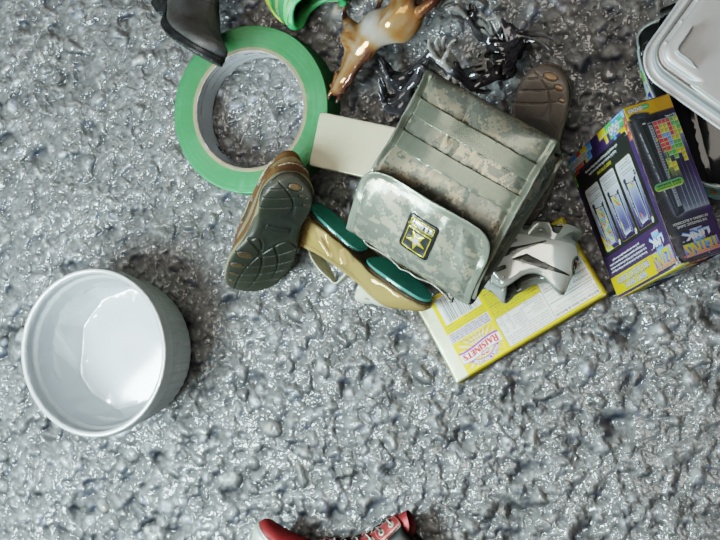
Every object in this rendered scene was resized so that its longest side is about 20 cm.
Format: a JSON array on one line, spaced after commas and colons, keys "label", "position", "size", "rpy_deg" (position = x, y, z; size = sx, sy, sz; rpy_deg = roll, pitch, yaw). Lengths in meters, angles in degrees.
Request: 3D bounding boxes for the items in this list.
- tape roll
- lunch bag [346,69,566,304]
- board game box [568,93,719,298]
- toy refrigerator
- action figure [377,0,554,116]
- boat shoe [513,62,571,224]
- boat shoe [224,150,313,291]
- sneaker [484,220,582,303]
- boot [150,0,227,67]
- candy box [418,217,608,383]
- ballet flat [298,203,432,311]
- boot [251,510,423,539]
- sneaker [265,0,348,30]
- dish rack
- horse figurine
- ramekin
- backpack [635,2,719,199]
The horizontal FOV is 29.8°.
[{"label": "tape roll", "position": [-0.125, -0.191, 1.630], "size": [0.199, 0.048, 0.202], "rpy_deg": [-1, 88, 19]}, {"label": "lunch bag", "position": [0.095, -0.082, 1.428], "size": [0.163, 0.118, 0.201], "rpy_deg": [31, 96, 14]}, {"label": "board game box", "position": [0.292, -0.071, 1.403], "size": [0.056, 0.200, 0.166], "rpy_deg": [-19, 83, -10]}, {"label": "toy refrigerator", "position": [0.049, -0.125, 1.554], "size": [0.199, 0.076, 0.070], "rpy_deg": [13, 93, 18]}, {"label": "action figure", "position": [0.110, -0.243, 1.515], "size": [0.199, 0.119, 0.102], "rpy_deg": [-21, 119, 25]}, {"label": "boat shoe", "position": [0.193, -0.136, 1.507], "size": [0.074, 0.073, 0.201], "rpy_deg": [23, 117, 10]}, {"label": "boat shoe", "position": [-0.104, -0.057, 1.584], "size": [0.074, 0.075, 0.200], "rpy_deg": [-94, 27, -43]}, {"label": "sneaker", "position": [0.140, -0.011, 1.494], "size": [0.199, 0.074, 0.089], "rpy_deg": [4, 78, 27]}, {"label": "boot", "position": [-0.179, -0.333, 1.600], "size": [0.132, 0.070, 0.200], "rpy_deg": [-51, 41, 13]}, {"label": "candy box", "position": [0.170, 0.035, 1.531], "size": [0.199, 0.026, 0.103], "rpy_deg": [-32, 77, 16]}, {"label": "ballet flat", "position": [0.000, 0.000, 1.578], "size": [0.200, 0.068, 0.063], "rpy_deg": [41, 113, 24]}, {"label": "boot", "position": [-0.017, 0.313, 1.569], "size": [0.199, 0.072, 0.145], "rpy_deg": [32, 98, 9]}, {"label": "sneaker", "position": [-0.023, -0.355, 1.587], "size": [0.200, 0.074, 0.084], "rpy_deg": [-38, 69, 23]}, {"label": "dish rack", "position": [0.391, -0.232, 1.312], "size": [0.171, 0.044, 0.200], "rpy_deg": [36, 86, 6]}, {"label": "horse figurine", "position": [0.032, -0.289, 1.541], "size": [0.199, 0.050, 0.133], "rpy_deg": [-24, 44, 40]}, {"label": "ramekin", "position": [-0.302, 0.099, 1.653], "size": [0.199, 0.105, 0.202], "rpy_deg": [-1, 87, 19]}, {"label": "backpack", "position": [0.387, -0.174, 1.396], "size": [0.176, 0.151, 0.201], "rpy_deg": [-19, 73, 13]}]
